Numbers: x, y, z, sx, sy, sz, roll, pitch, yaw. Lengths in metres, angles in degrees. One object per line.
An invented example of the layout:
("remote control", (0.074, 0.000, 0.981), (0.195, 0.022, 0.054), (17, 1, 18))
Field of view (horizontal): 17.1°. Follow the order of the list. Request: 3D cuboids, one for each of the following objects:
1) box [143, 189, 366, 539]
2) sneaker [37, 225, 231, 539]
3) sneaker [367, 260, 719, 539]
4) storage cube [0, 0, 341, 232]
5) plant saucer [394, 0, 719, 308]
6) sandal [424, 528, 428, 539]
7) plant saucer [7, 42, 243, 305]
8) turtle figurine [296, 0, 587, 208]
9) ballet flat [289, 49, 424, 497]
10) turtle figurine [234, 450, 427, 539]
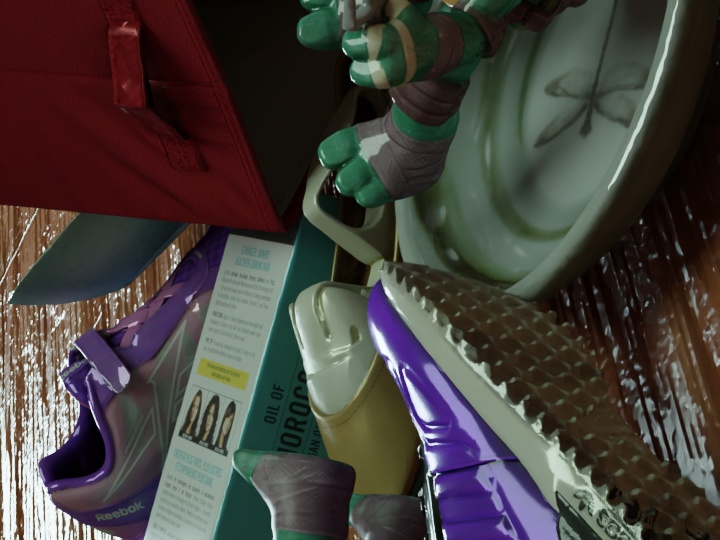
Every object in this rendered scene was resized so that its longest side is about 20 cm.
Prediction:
("box", (-0.043, 0.065, 1.042), (0.082, 0.049, 0.201), (12, 85, 66))
("sneaker", (-0.091, 0.042, 1.120), (0.201, 0.088, 0.080), (-67, 22, 9))
("sneaker", (0.045, 0.080, 0.746), (0.100, 0.069, 0.200), (-60, 43, 21))
("storage cube", (-0.101, -0.140, 1.012), (0.179, 0.171, 0.201), (6, 49, 26))
("plant saucer", (0.079, -0.072, 0.860), (0.200, 0.050, 0.201), (-45, 37, 48))
("sandal", (0.032, 0.157, 0.785), (0.055, 0.081, 0.201), (103, 179, -69))
("plant saucer", (-0.089, -0.045, 1.163), (0.201, 0.039, 0.201), (-47, 2, 2))
("turtle figurine", (0.032, -0.114, 0.809), (0.200, 0.100, 0.150), (119, 163, -56))
("ballet flat", (0.000, 0.000, 0.971), (0.069, 0.063, 0.201), (-23, 54, 53))
("turtle figurine", (-0.023, 0.173, 0.853), (0.100, 0.150, 0.201), (7, 74, 22))
